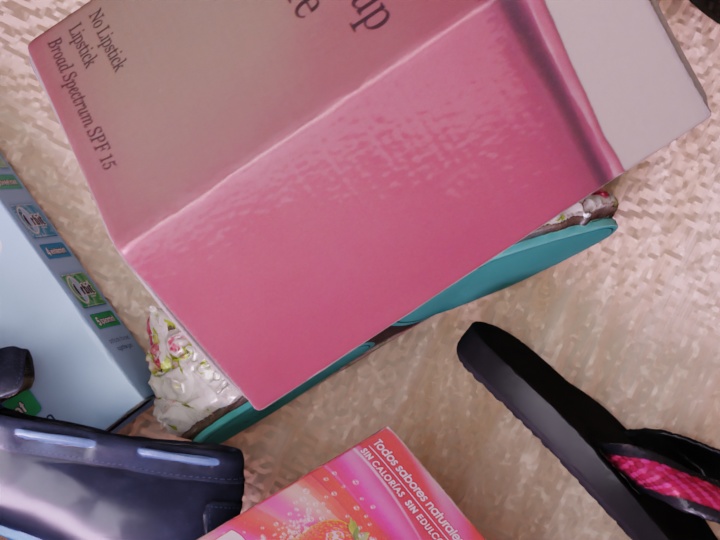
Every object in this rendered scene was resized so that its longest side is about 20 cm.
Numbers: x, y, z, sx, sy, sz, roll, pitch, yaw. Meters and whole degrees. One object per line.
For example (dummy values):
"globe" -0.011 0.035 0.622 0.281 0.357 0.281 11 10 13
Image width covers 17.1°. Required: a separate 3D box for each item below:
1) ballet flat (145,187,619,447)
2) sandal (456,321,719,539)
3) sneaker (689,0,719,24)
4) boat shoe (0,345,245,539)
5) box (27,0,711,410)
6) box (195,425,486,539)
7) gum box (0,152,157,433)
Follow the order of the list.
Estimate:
"ballet flat" 0.000 0.000 0.921 0.199 0.076 0.064 -28 78 9
"sandal" 0.120 0.081 0.897 0.200 0.075 0.045 45 100 10
"sneaker" 0.108 -0.179 0.903 0.085 0.073 0.200 -38 77 -20
"boat shoe" -0.139 0.058 0.912 0.199 0.084 0.069 21 93 -8
"box" 0.001 -0.069 0.860 0.200 0.109 0.128 -34 46 4
"box" 0.028 0.173 0.864 0.094 0.103 0.200 -29 63 -26
"gum box" -0.203 0.020 0.976 0.170 0.045 0.200 -38 86 11
